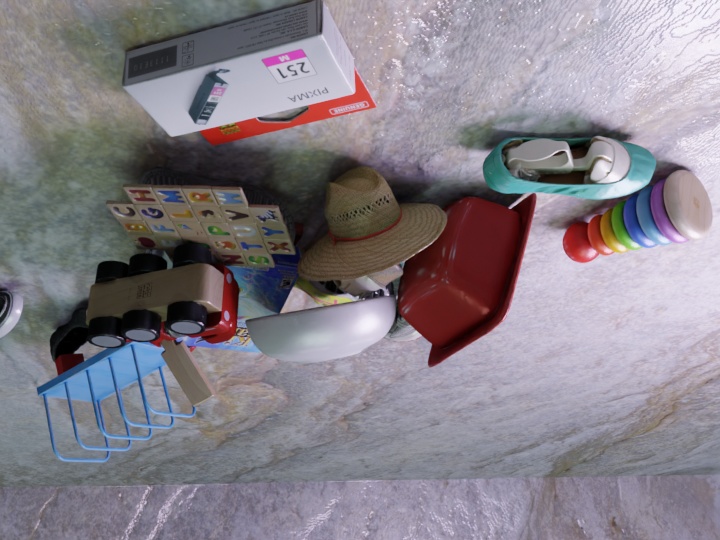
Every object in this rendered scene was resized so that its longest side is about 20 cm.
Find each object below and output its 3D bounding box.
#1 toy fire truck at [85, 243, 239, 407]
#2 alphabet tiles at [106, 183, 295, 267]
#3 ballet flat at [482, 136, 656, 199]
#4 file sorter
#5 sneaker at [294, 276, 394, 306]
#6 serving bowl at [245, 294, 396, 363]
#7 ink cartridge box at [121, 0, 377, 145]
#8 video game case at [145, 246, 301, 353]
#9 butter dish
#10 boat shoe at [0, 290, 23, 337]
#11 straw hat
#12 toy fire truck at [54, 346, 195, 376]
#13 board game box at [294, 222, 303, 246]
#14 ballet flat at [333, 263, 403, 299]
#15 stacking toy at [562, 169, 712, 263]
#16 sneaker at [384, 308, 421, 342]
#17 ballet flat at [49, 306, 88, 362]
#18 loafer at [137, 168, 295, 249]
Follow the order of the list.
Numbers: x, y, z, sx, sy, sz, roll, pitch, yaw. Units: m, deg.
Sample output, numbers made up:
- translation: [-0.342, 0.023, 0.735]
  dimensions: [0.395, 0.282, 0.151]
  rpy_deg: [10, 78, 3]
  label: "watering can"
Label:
- translation: [-0.218, 0.076, 1.060]
  dimensions: [0.173, 0.131, 0.200]
  rpy_deg: [-11, 153, 20]
  label: "toy fire truck"
- translation: [-0.177, -0.047, 0.962]
  dimensions: [0.195, 0.006, 0.167]
  rpy_deg: [3, 152, 9]
  label: "alphabet tiles"
- translation: [0.233, -0.116, 0.935]
  dimensions: [0.195, 0.069, 0.071]
  rpy_deg: [-2, 165, 1]
  label: "ballet flat"
- translation: [-0.378, 0.207, 1.345]
  dimensions: [0.198, 0.125, 0.138]
  rpy_deg: [-28, 158, 17]
  label: "file sorter"
- translation: [-0.026, 0.023, 1.241]
  dimensions: [0.089, 0.080, 0.199]
  rpy_deg: [-11, 151, 39]
  label: "sneaker"
- translation: [-0.046, 0.079, 1.091]
  dimensions: [0.196, 0.067, 0.200]
  rpy_deg: [-10, 179, 0]
  label: "serving bowl"
- translation: [-0.098, -0.166, 0.818]
  dimensions: [0.196, 0.044, 0.174]
  rpy_deg: [-10, 155, 16]
  label: "ink cartridge box"
- translation: [-0.199, 0.032, 1.142]
  dimensions: [0.196, 0.046, 0.182]
  rpy_deg: [8, 135, -24]
  label: "video game case"
- translation: [0.108, -0.010, 1.071]
  dimensions: [0.146, 0.203, 0.199]
  rpy_deg: [27, 149, -11]
  label: "butter dish"
- translation: [-0.588, 0.065, 1.278]
  dimensions: [0.197, 0.071, 0.066]
  rpy_deg: [-9, 159, 33]
  label: "boat shoe"
- translation: [0.000, -0.071, 0.985]
  dimensions: [0.197, 0.202, 0.086]
  rpy_deg: [-14, 114, 23]
  label: "straw hat"
- translation: [-0.386, 0.141, 1.416]
  dimensions: [0.198, 0.050, 0.141]
  rpy_deg: [1, 150, -45]
  label: "toy fire truck"
- translation: [-0.183, -0.045, 1.120]
  dimensions: [0.196, 0.020, 0.103]
  rpy_deg: [7, 154, -21]
  label: "board game box"
- translation: [0.000, 0.000, 1.074]
  dimensions: [0.068, 0.068, 0.200]
  rpy_deg: [36, 176, -14]
  label: "ballet flat"
- translation: [0.341, -0.054, 1.089]
  dimensions: [0.084, 0.087, 0.199]
  rpy_deg: [14, 156, -34]
  label: "stacking toy"
- translation: [0.087, 0.043, 1.300]
  dimensions: [0.081, 0.079, 0.199]
  rpy_deg: [20, 139, -35]
  label: "sneaker"
- translation: [-0.446, 0.101, 1.380]
  dimensions: [0.066, 0.058, 0.199]
  rpy_deg: [13, 152, -35]
  label: "ballet flat"
- translation: [-0.172, -0.066, 1.015]
  dimensions: [0.197, 0.077, 0.069]
  rpy_deg: [18, 155, -21]
  label: "loafer"
